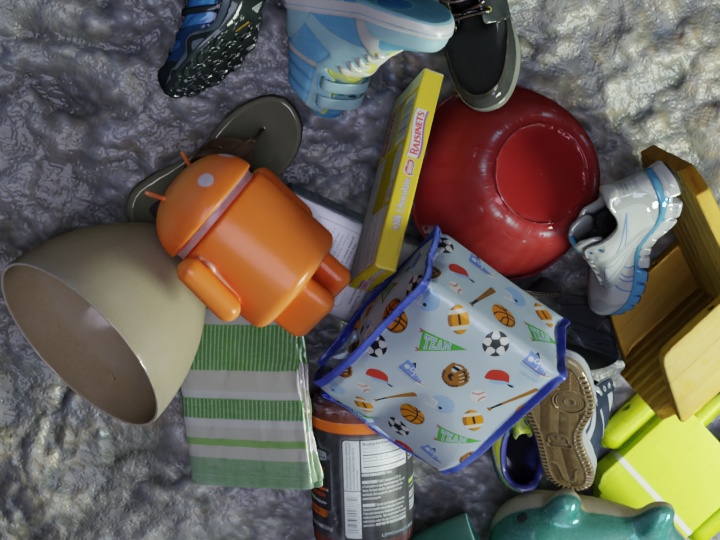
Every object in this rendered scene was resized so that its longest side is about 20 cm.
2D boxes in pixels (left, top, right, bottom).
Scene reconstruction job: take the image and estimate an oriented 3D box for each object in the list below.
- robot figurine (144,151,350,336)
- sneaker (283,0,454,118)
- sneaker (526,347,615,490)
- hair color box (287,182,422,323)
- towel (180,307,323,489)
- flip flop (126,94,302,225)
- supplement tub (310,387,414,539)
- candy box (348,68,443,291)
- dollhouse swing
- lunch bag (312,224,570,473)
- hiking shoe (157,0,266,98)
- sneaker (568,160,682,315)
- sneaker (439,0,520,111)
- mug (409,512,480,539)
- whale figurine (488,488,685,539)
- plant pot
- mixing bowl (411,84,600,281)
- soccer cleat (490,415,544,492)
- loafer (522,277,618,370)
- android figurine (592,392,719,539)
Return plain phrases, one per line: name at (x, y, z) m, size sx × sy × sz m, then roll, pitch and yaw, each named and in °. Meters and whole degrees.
robot figurine at (-0.107, -0.027, 1.395) m, size 0.200 × 0.117 × 0.144 m, roll 40°, pitch 83°, yaw -6°
sneaker at (0.007, -0.199, 1.418) m, size 0.079 × 0.200 × 0.131 m, roll -16°, pitch 117°, yaw -41°
sneaker at (0.213, 0.121, 1.514) m, size 0.070 × 0.109 × 0.200 m, roll 7°, pitch 138°, yaw 19°
hair color box at (0.000, 0.000, 1.510) m, size 0.200 × 0.061 × 0.099 m, roll 24°, pitch 99°, yaw -10°
towel at (-0.114, 0.121, 1.509) m, size 0.152 × 0.023 × 0.200 m, roll -1°, pitch 102°, yaw 26°
flip flop at (-0.142, -0.097, 1.474) m, size 0.200 × 0.058 × 0.081 m, roll -31°, pitch 104°, yaw 2°
supplement tub at (0.000, 0.180, 1.531) m, size 0.107 × 0.107 × 0.200 m, roll -3°, pitch 103°, yaw -5°
candy box at (0.033, -0.085, 1.433) m, size 0.026 × 0.102 × 0.200 m, roll 16°, pitch 75°, yaw -9°
dollhouse swing at (0.290, 0.008, 1.469) m, size 0.182 × 0.200 × 0.176 m, roll -43°, pitch 104°, yaw 5°
lunch bag at (0.072, 0.085, 1.415) m, size 0.170 × 0.124 × 0.200 m, roll 34°, pitch 122°, yaw -9°
hiking shoe at (-0.136, -0.256, 1.440) m, size 0.087 × 0.074 × 0.200 m, roll 48°, pitch 111°, yaw 24°
sneaker at (0.232, -0.026, 1.427) m, size 0.086 × 0.075 × 0.200 m, roll -11°, pitch 143°, yaw -17°
sneaker at (0.094, -0.253, 1.402) m, size 0.075 × 0.106 × 0.200 m, roll -11°, pitch 76°, yaw 22°
mug at (0.082, 0.331, 1.544) m, size 0.114 × 0.152 × 0.185 m, roll -24°, pitch 123°, yaw 3°
whale figurine at (0.230, 0.290, 1.546) m, size 0.200 × 0.104 × 0.159 m, roll -9°, pitch 133°, yaw 19°
plant pot at (-0.225, 0.031, 1.446) m, size 0.134 × 0.200 × 0.200 m, roll -45°, pitch 106°, yaw -30°
mixing bowl at (0.154, -0.088, 1.453) m, size 0.200 × 0.108 × 0.201 m, roll 0°, pitch 90°, yaw -16°
soccer cleat at (0.160, 0.132, 1.545) m, size 0.065 × 0.084 × 0.201 m, roll -9°, pitch 103°, yaw -3°
loafer at (0.178, 0.042, 1.509) m, size 0.200 × 0.073 × 0.072 m, roll 23°, pitch 58°, yaw -38°
android figurine at (0.330, 0.218, 1.606) m, size 0.200 × 0.041 × 0.182 m, roll -44°, pitch 104°, yaw 5°
